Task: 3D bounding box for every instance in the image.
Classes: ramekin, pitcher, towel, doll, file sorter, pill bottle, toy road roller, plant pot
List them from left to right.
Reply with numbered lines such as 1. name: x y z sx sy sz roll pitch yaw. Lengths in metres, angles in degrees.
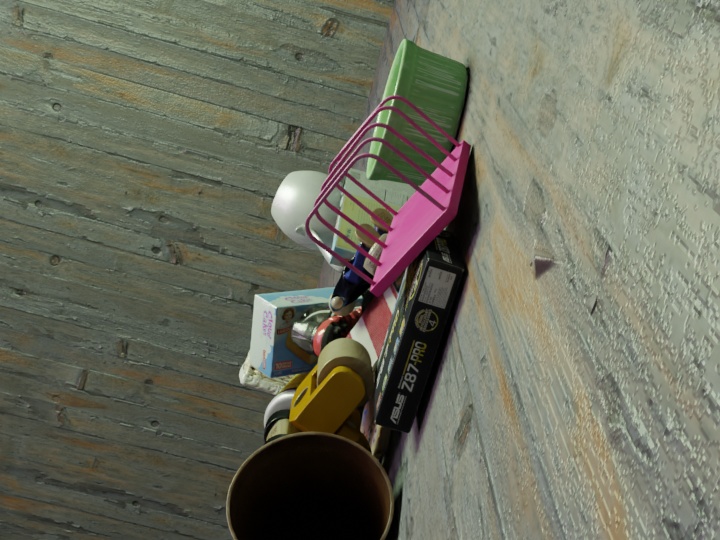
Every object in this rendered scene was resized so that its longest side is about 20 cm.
1. plant pot: -0.055 0.323 1.312 0.201 0.185 0.188 90 -173 -47
2. pill bottle: -0.070 0.213 1.809 0.200 0.112 0.113 -43 -29 -66
3. pitcher: -0.050 -0.070 1.803 0.172 0.199 0.122 -46 -20 -55
4. toy road roller: -0.027 0.202 1.407 0.201 0.145 0.123 -53 9 10
5. doll: 0.000 0.000 1.584 0.136 0.048 0.201 -46 -13 -40
6. towel: 0.004 0.116 1.541 0.201 0.023 0.144 -57 21 14
7. file sorter: 0.030 -0.098 1.305 0.139 0.125 0.200 -47 11 28
8. ramekin: 0.080 -0.214 1.582 0.200 0.097 0.202 -165 90 -85

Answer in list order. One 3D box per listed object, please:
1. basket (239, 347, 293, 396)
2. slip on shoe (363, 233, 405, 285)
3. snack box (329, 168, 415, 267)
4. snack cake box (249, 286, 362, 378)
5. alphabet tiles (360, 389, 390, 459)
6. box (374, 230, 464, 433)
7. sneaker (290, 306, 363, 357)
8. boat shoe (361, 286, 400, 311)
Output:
1. basket: -0.102 0.154 2.038 0.198 0.198 0.162 -169 99 -84
2. slip on shoe: 0.059 -0.017 1.498 0.076 0.060 0.200 -59 -9 8
3. snack box: 0.022 -0.072 1.725 0.201 0.115 0.037 -81 8 -49
4. snack cake box: -0.073 0.093 1.776 0.067 0.199 0.116 25 114 48
5. alphabet tiles: 0.021 0.212 1.525 0.200 0.014 0.198 118 163 -69
6. box: 0.064 0.062 1.292 0.161 0.049 0.202 -82 8 -74
7. sneaker: -0.038 0.088 1.713 0.200 0.097 0.072 -13 -68 -61
8. boat shoe: 0.027 0.025 1.723 0.200 0.056 0.069 -99 23 -76
